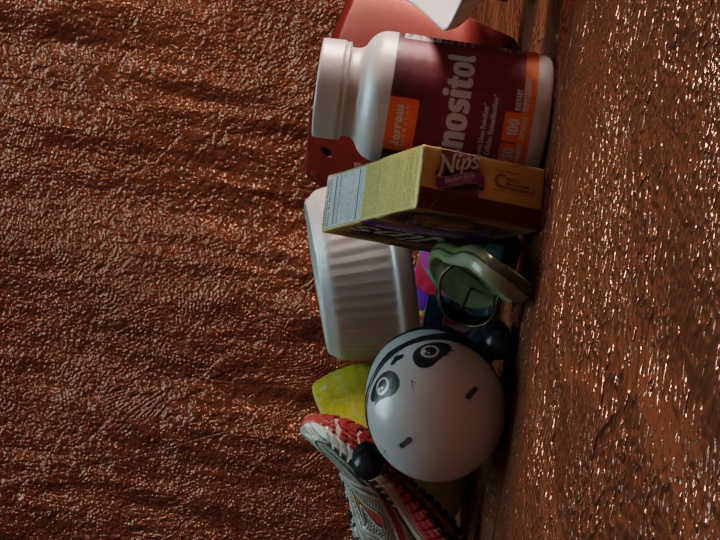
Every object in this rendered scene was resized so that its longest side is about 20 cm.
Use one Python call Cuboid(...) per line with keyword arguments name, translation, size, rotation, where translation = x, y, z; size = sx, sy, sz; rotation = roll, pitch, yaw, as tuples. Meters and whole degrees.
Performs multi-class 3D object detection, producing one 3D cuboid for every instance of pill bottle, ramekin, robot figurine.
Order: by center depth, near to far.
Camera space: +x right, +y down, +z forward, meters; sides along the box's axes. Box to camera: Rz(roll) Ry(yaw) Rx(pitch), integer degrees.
Cuboid(name="pill bottle", translation=(0.060, -0.143, 1.340), size=(0.113, 0.197, 0.114), rotation=(-172, 90, -90))
Cuboid(name="robot figurine", translation=(0.063, 0.112, 1.361), size=(0.200, 0.123, 0.152), rotation=(-85, 3, -86))
Cuboid(name="ramekin", translation=(0.000, 0.000, 1.584), size=(0.202, 0.093, 0.205), rotation=(170, 90, -86))

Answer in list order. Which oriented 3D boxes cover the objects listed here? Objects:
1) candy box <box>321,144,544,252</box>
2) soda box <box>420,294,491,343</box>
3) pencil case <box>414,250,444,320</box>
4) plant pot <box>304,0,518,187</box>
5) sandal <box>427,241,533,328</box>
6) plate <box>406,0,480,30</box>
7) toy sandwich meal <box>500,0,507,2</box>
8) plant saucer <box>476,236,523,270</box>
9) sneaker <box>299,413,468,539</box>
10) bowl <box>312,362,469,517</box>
Cuboid(name="candy box", translation=(0.058, -0.058, 1.327), size=(0.200, 0.115, 0.057), rotation=(172, 106, -67))
Cuboid(name="soda box", translation=(0.094, 0.082, 1.656), size=(0.200, 0.067, 0.065), rotation=(98, 179, -74))
Cuboid(name="pencil case", translation=(0.100, -0.014, 1.737), size=(0.089, 0.087, 0.201), rotation=(-82, -1, -49))
Cuboid(name="plant pot", translation=(0.039, -0.174, 1.743), size=(0.177, 0.198, 0.201), rotation=(-58, -13, -30))
Cuboid(name="sandal", translation=(0.091, 0.017, 1.319), size=(0.058, 0.079, 0.201), rotation=(-61, 3, -4))
Cuboid(name="plate", translation=(0.103, -0.310, 1.336), size=(0.201, 0.032, 0.200), rotation=(-65, 18, 13))
Cuboid(name="toy sandwich meal", translation=(0.157, -0.385, 1.614), size=(0.205, 0.069, 0.208), rotation=(-172, 90, -90))
Cuboid(name="plant saucer", translation=(0.082, -0.072, 1.436), size=(0.201, 0.019, 0.070), rotation=(56, 153, 29))
Cuboid(name="sneaker", translation=(0.010, 0.216, 1.444), size=(0.082, 0.200, 0.078), rotation=(-43, -7, 12))
Cuboid(name="bowl", translation=(0.052, 0.162, 1.575), size=(0.107, 0.201, 0.200), rotation=(-38, 6, 6))
